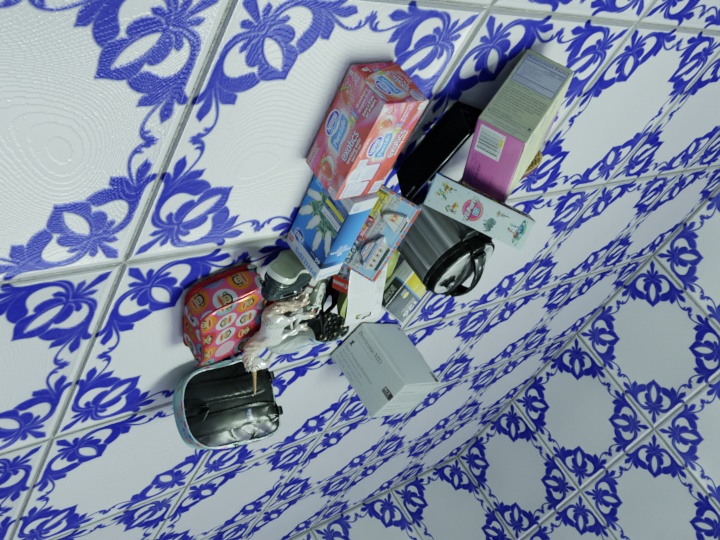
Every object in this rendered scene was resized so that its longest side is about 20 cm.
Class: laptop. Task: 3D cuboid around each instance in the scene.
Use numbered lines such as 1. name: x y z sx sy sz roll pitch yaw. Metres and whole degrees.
1. laptop: 0.160 -0.207 1.534 0.177 0.104 0.199 -47 154 24

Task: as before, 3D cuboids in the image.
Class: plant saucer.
1. plant saucer: 0.009 0.025 1.791 0.200 0.031 0.201 -47 161 -22

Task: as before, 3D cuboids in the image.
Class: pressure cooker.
1. pressure cooker: 0.176 -0.046 1.726 0.178 0.201 0.176 -40 159 11

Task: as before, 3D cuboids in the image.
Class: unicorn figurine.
1. unicorn figurine: -0.157 0.114 1.565 0.136 0.074 0.202 -23 139 -29

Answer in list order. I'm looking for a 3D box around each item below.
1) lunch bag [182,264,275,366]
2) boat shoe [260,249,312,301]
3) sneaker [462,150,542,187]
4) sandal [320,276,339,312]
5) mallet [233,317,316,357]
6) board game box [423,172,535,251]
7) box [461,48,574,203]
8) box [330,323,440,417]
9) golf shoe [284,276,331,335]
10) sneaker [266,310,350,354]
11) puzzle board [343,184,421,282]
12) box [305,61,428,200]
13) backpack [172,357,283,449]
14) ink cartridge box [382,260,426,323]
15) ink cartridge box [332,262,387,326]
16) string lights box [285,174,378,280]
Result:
1. lunch bag: -0.235 0.080 1.541 0.175 0.082 0.201 -24 153 -28
2. boat shoe: -0.129 0.014 1.517 0.067 0.074 0.199 -61 178 16
3. sneaker: 0.296 -0.198 1.794 0.198 0.075 0.090 -30 165 -1
4. sandal: -0.071 0.049 1.754 0.075 0.048 0.201 -11 146 -46
5. mallet: -0.185 0.111 1.737 0.198 0.066 0.041 -26 153 14
6. board game box: 0.221 -0.113 1.567 0.148 0.198 0.065 -45 159 -80
7. box: 0.282 -0.261 1.524 0.201 0.096 0.177 -53 165 -27
8. box: 0.065 0.249 2.122 0.131 0.200 0.199 -46 155 20
9. golf shoe: -0.094 0.039 1.659 0.200 0.088 0.077 -45 154 16
10. sneaker: -0.109 0.131 1.764 0.198 0.073 0.072 -12 164 21
11. puzzle board: 0.001 -0.078 1.514 0.201 0.150 0.017 -58 -178 41
12. box: 0.007 -0.216 1.311 0.099 0.096 0.201 -16 149 -40
13. backpack: -0.282 0.275 1.716 0.198 0.180 0.150 -10 175 -34
14. ink cartridge box: 0.132 0.026 1.948 0.198 0.047 0.200 -53 153 -1
15. ink cartridge box: 0.000 0.000 1.645 0.108 0.050 0.203 -11 115 -45
16. string lights box: -0.052 -0.088 1.457 0.059 0.103 0.201 -19 151 -39
